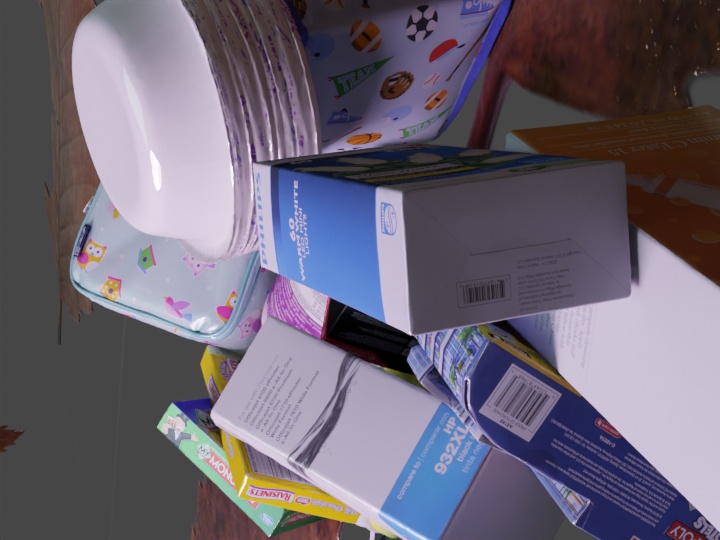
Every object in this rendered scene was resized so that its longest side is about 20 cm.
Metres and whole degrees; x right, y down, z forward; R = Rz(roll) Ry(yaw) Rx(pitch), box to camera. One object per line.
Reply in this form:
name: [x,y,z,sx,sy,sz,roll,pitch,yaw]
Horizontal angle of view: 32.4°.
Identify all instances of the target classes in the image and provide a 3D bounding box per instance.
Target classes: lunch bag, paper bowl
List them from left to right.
paper bowl: [-0.114,-0.102,0.786,0.201,0.103,0.203,44,144,44]
lunch bag: [-0.154,-0.029,1.078,0.198,0.077,0.162,19,87,27]
lunch bag: [-0.012,-0.147,0.863,0.125,0.168,0.201,63,155,27]

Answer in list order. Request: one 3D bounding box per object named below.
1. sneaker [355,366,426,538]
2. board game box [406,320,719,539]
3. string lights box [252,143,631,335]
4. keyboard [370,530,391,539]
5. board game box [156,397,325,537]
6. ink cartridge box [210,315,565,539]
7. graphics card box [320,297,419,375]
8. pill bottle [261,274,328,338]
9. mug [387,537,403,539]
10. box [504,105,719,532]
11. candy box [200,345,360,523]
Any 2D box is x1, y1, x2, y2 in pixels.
sneaker: [0.049,0.130,0.973,0.090,0.078,0.202,28,124,36]
board game box: [0.101,0.071,0.692,0.062,0.199,0.200,-55,20,8]
string lights box: [0.027,-0.022,0.574,0.200,0.102,0.060,-160,63,-67]
keyboard: [0.021,0.239,1.100,0.011,0.056,0.202,18,122,27]
board game box: [-0.065,0.156,1.051,0.134,0.199,0.029,39,106,22]
ink cartridge box: [0.021,0.124,0.820,0.199,0.084,0.145,23,168,36]
graphics card box: [0.056,0.009,0.811,0.200,0.124,0.051,121,163,-60]
pill bottle: [0.000,0.000,0.962,0.200,0.111,0.113,-57,46,50]
mug: [0.053,0.279,0.931,0.184,0.114,0.154,-10,104,41]
box: [0.160,0.010,0.556,0.200,0.123,0.099,-132,38,-53]
candy box: [-0.067,0.128,1.006,0.027,0.101,0.200,-67,23,19]
